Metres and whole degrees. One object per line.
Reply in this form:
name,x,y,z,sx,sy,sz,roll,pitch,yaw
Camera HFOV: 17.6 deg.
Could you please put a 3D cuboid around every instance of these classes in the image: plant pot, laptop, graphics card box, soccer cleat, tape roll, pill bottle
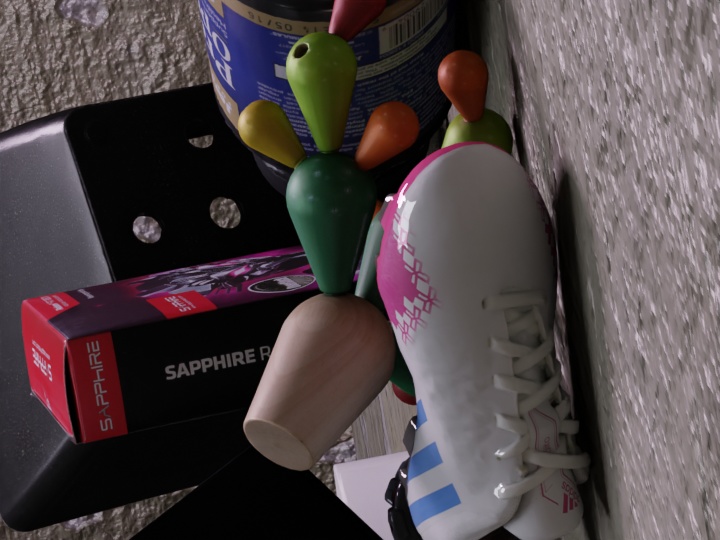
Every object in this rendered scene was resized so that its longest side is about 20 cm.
plant pot,-0.097,-0.002,1.210,0.177,0.199,0.201,-42,63,60
laptop,-0.010,0.173,1.071,0.177,0.103,0.200,42,174,14
graphics card box,-0.045,0.025,1.042,0.125,0.199,0.051,-157,58,-73
soccer cleat,0.054,0.044,0.837,0.086,0.070,0.200,49,156,40
tape roll,0.031,0.239,1.776,0.202,0.071,0.203,170,90,-88
pill bottle,-0.012,-0.108,0.997,0.200,0.111,0.112,86,173,-63

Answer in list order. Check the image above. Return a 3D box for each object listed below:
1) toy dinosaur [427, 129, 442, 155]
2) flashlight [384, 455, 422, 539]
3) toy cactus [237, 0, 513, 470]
toy dinosaur,0.029,-0.018,1.173,0.088,0.047,0.201,154,107,-72
flashlight,0.048,0.119,1.145,0.200,0.068,0.068,68,-179,-81
toy cactus,0.000,0.000,0.905,0.165,0.102,0.200,-57,-33,-30
